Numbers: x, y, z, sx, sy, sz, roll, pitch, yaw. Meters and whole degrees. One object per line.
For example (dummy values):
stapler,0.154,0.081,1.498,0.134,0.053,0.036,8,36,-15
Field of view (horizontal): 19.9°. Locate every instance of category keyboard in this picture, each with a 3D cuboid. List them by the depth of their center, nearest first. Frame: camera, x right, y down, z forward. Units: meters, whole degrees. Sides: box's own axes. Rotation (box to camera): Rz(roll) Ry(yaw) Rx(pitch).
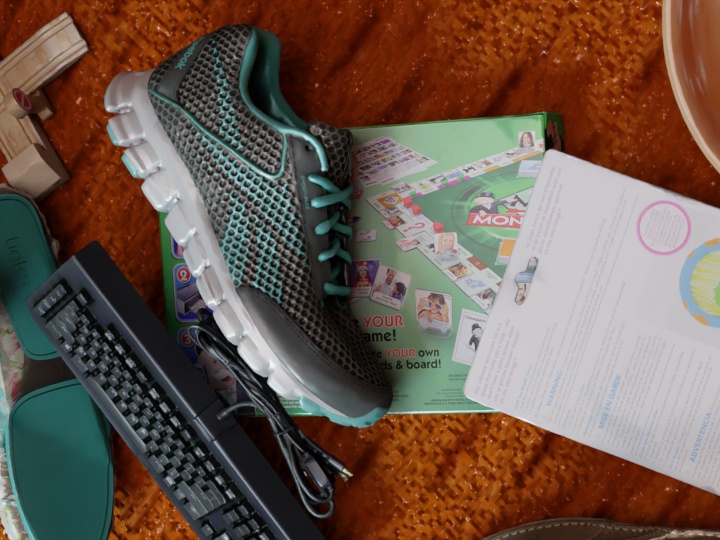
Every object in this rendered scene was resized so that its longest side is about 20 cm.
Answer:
keyboard,-0.073,0.073,0.954,0.200,0.021,0.127,52,139,-2

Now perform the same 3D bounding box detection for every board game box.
board game box,0.000,0.000,0.962,0.199,0.029,0.135,-2,91,23

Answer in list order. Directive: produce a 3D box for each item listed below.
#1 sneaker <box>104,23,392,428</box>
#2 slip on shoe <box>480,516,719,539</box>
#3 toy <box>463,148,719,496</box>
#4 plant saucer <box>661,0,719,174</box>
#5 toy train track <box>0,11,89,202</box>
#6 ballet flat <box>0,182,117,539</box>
sneaker,-0.034,-0.025,0.922,0.091,0.078,0.200,-35,81,17
slip on shoe,0.117,0.150,0.903,0.199,0.061,0.076,-2,92,23
toy,0.158,0.035,0.888,0.199,0.047,0.116,21,97,16
plant saucer,0.226,-0.107,0.855,0.199,0.037,0.201,1,94,22
toy train track,-0.212,-0.124,1.043,0.115,0.033,0.200,-36,78,21
ballet flat,-0.168,0.056,1.026,0.064,0.075,0.201,-18,81,54
